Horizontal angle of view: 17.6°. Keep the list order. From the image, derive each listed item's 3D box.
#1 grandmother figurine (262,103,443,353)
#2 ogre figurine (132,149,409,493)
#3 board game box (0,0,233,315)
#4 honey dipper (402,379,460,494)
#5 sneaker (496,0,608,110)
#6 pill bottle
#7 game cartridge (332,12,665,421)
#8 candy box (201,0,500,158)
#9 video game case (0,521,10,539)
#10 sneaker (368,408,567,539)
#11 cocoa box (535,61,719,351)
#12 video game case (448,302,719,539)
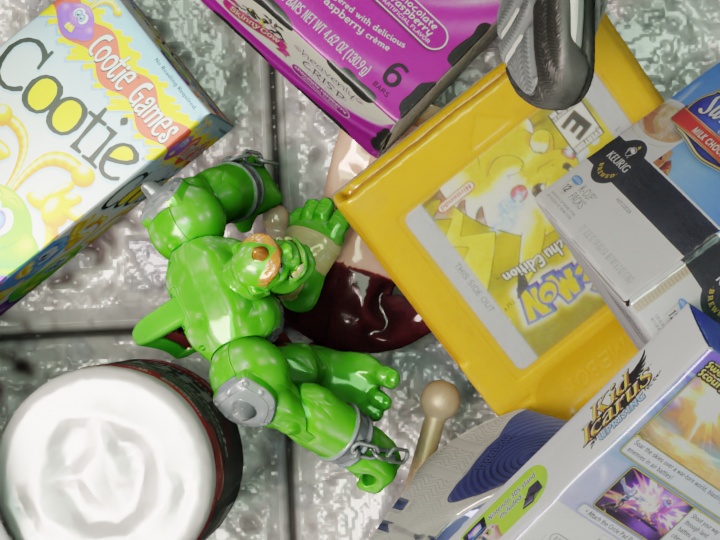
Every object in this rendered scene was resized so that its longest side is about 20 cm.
[{"bbox_3d":[0.000,0.000,1.301,0.121,0.061,0.200,20,94,27],"label":"grandmother figurine"},{"bbox_3d":[-0.051,0.022,1.222,0.098,0.120,0.200,-15,76,34],"label":"ogre figurine"},{"bbox_3d":[-0.184,-0.060,1.288,0.200,0.103,0.105,-39,87,2],"label":"board game box"},{"bbox_3d":[0.020,0.157,1.271,0.038,0.038,0.200,16,85,4],"label":"honey dipper"},{"bbox_3d":[0.131,-0.159,1.193,0.115,0.075,0.200,11,52,-19],"label":"sneaker"},{"bbox_3d":[-0.120,0.103,1.232,0.110,0.200,0.111,0,89,3],"label":"pill bottle"},{"bbox_3d":[0.111,-0.017,1.264,0.176,0.032,0.200,-38,109,0],"label":"game cartridge"},{"bbox_3d":[0.029,-0.179,1.265,0.136,0.061,0.200,42,69,3],"label":"candy box"},{"bbox_3d":[-0.209,0.113,1.208,0.023,0.200,0.182,-27,126,-12],"label":"video game case"},{"bbox_3d":[0.058,0.173,1.237,0.199,0.081,0.115,-41,118,-18],"label":"sneaker"},{"bbox_3d":[0.210,0.017,1.206,0.131,0.133,0.200,-36,120,1],"label":"cocoa box"},{"bbox_3d":[0.174,0.135,1.158,0.200,0.045,0.181,34,112,-26],"label":"video game case"}]
